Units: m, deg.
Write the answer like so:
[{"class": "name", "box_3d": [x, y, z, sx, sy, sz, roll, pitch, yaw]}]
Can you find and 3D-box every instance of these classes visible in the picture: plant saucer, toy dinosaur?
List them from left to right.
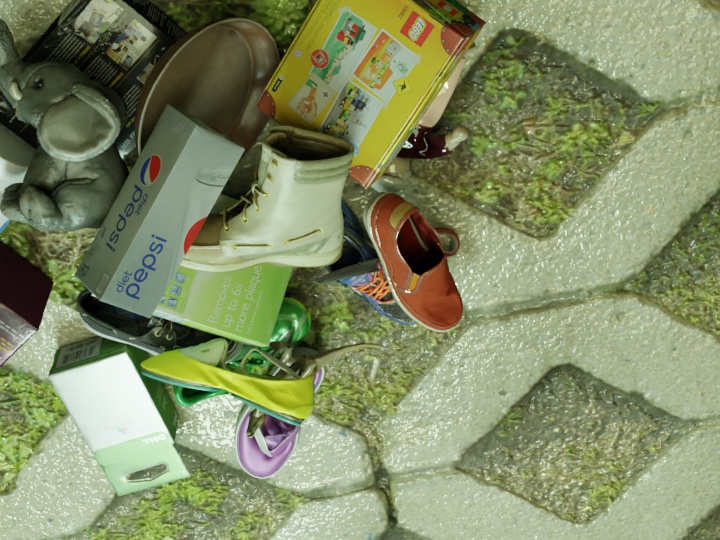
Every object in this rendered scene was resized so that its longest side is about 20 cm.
[{"class": "plant saucer", "box_3d": [-0.164, -0.175, 1.365, 0.034, 0.200, 0.200, 35, 123, 28]}, {"class": "toy dinosaur", "box_3d": [-0.071, 0.116, 1.547, 0.200, 0.058, 0.101, -35, 153, 4]}]

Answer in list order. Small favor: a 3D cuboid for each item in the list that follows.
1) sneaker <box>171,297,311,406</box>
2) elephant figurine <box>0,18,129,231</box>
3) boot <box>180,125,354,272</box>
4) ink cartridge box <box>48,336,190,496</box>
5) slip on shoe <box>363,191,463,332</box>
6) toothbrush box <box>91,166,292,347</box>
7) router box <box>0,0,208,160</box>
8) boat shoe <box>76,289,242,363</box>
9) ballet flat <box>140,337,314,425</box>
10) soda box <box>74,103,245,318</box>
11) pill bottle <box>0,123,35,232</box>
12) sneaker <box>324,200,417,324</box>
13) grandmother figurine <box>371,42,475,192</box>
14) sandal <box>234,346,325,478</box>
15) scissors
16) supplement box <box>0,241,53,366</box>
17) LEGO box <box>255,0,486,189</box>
[{"class": "sneaker", "box_3d": [-0.140, 0.105, 1.561, 0.200, 0.084, 0.074, -33, 115, 16]}, {"class": "elephant figurine", "box_3d": [-0.295, -0.146, 1.326, 0.155, 0.141, 0.200, -7, 112, -45]}, {"class": "boot", "box_3d": [-0.109, -0.074, 1.349, 0.200, 0.072, 0.155, -1, 135, -11]}, {"class": "ink cartridge box", "box_3d": [-0.290, 0.174, 1.612, 0.104, 0.059, 0.200, -17, 119, 9]}, {"class": "slip on shoe", "box_3d": [0.068, -0.003, 1.456, 0.074, 0.061, 0.200, -45, 129, -21]}, {"class": "toothbrush box", "box_3d": [-0.180, -0.012, 1.454, 0.200, 0.086, 0.146, 19, 82, -10]}, {"class": "router box", "box_3d": [-0.279, -0.200, 1.399, 0.149, 0.051, 0.200, 39, 112, -23]}, {"class": "boat shoe", "box_3d": [-0.235, 0.058, 1.514, 0.200, 0.070, 0.066, 17, 163, 12]}, {"class": "ballet flat", "box_3d": [-0.144, 0.113, 1.472, 0.200, 0.067, 0.067, 18, 93, 5]}, {"class": "soda box", "box_3d": [-0.200, -0.058, 1.308, 0.068, 0.063, 0.200, 25, 97, -44]}, {"class": "pill bottle", "box_3d": [-0.440, -0.073, 1.436, 0.112, 0.112, 0.200, 36, 113, -20]}, {"class": "sneaker", "box_3d": [0.000, 0.000, 1.505, 0.200, 0.078, 0.075, 40, 113, -21]}, {"class": "grandmother figurine", "box_3d": [0.059, -0.167, 1.426, 0.121, 0.061, 0.200, 32, 121, 12]}, {"class": "sandal", "box_3d": [-0.105, 0.183, 1.625, 0.082, 0.050, 0.203, 17, 117, -10]}, {"class": "scissors", "box_3d": [0.032, -0.016, 1.473, 0.200, 0.014, 0.073, 3, 105, -37]}, {"class": "supplement box", "box_3d": [-0.457, 0.076, 1.523, 0.086, 0.110, 0.200, 40, 112, -22]}, {"class": "LEGO box", "box_3d": [0.008, -0.211, 1.350, 0.149, 0.077, 0.200, 37, 119, 3]}]
